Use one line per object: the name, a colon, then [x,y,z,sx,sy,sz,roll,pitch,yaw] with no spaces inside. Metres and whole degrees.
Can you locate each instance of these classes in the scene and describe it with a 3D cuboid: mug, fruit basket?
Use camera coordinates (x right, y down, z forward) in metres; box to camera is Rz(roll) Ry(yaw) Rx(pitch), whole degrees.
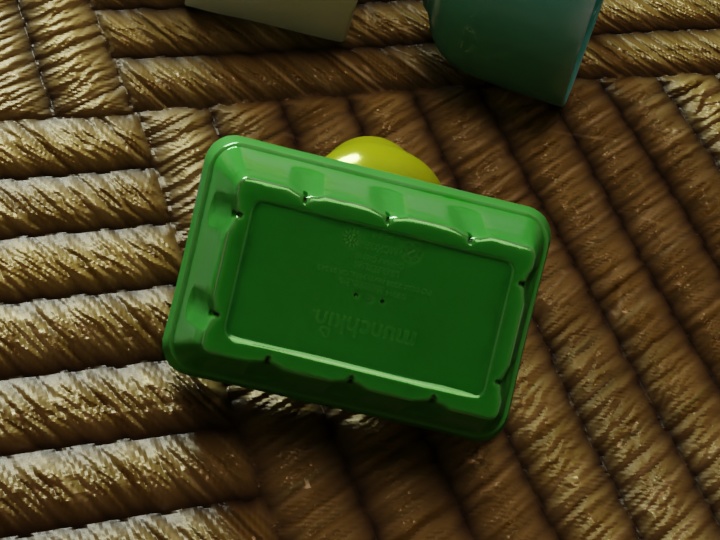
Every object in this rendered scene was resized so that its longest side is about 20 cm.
mug: [0.109,-0.195,1.132,0.113,0.185,0.153,20,68,6]
fruit basket: [0.000,0.000,0.928,0.213,0.157,0.216,14,2,0]

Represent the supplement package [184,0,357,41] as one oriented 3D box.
supplement package: [-0.042,-0.282,1.128,0.119,0.121,0.202,12,66,-5]
